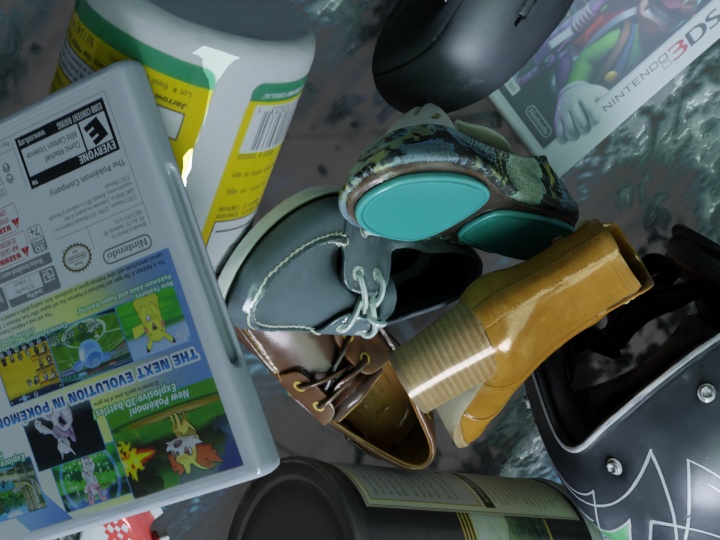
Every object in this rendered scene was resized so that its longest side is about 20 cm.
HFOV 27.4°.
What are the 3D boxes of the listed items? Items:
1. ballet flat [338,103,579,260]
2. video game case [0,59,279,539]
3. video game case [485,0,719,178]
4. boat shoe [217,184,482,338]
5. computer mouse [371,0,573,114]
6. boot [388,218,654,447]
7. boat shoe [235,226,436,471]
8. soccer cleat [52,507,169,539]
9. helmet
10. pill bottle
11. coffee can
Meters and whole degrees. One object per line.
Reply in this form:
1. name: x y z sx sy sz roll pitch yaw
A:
1. ballet flat: 0.045 -0.049 0.761 0.074 0.074 0.199 -52 150 14
2. video game case: -0.147 0.027 0.664 0.198 0.184 0.022 -20 179 28
3. video game case: 0.125 -0.169 0.793 0.182 0.023 0.200 -41 130 4
4. boat shoe: 0.000 0.000 0.765 0.199 0.062 0.073 -14 135 -58
5. computer mouse: 0.067 -0.166 0.721 0.200 0.046 0.140 -46 131 9
6. boot: 0.097 0.034 0.830 0.143 0.071 0.201 -30 168 5
7. boat shoe: -0.014 0.048 0.844 0.072 0.068 0.200 -40 130 4
8. soccer cleat: -0.154 0.164 0.857 0.084 0.069 0.201 -23 133 -14
9. helmet: 0.203 0.088 0.897 0.198 0.191 0.202 -13 128 -18
10. pill bottle: -0.104 -0.041 0.709 0.112 0.113 0.201 7 118 -30
11. coffee can: 0.035 0.195 0.910 0.198 0.147 0.147 10 118 -36
